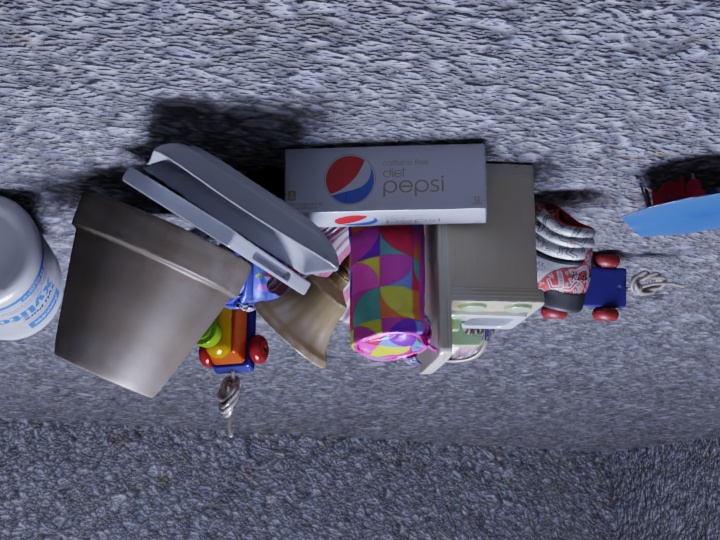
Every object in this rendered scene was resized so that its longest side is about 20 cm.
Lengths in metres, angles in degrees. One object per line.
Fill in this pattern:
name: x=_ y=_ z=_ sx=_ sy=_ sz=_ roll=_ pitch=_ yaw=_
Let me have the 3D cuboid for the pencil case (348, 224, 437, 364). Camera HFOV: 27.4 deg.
pencil case: x=0.031 y=-0.004 z=1.510 sx=0.088 sy=0.201 sz=0.089 roll=-3 pitch=155 yaw=-1

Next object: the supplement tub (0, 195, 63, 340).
supplement tub: x=-0.410 y=-0.001 z=1.661 sx=0.131 sy=0.133 sz=0.200 roll=0 pitch=167 yaw=-2

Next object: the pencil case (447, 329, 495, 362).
pencil case: x=0.145 y=0.047 z=1.848 sx=0.078 sy=0.090 sz=0.200 roll=34 pitch=-157 yaw=6

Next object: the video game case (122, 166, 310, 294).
video game case: x=-0.143 y=-0.038 z=1.505 sx=0.143 sy=0.018 sz=0.200 roll=31 pitch=177 yaw=24

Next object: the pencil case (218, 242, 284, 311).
pencil case: x=-0.085 y=0.014 z=1.740 sx=0.199 sy=0.087 sz=0.078 roll=8 pitch=154 yaw=-39

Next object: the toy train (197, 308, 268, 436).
toy train: x=-0.170 y=0.090 z=1.789 sx=0.084 sy=0.201 sz=0.116 roll=-5 pitch=161 yaw=19

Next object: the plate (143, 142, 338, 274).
plate: x=-0.113 y=-0.062 z=1.414 sx=0.199 sy=0.032 sz=0.200 roll=34 pitch=172 yaw=-9

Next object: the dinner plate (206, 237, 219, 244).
dinner plate: x=-0.121 y=-0.025 z=1.809 sx=0.199 sy=0.024 sz=0.200 roll=-1 pitch=167 yaw=0

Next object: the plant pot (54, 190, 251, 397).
plant pot: x=-0.240 y=0.033 z=1.579 sx=0.199 sy=0.174 sz=0.200 roll=24 pitch=175 yaw=2

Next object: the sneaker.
sneaker: x=0.169 y=-0.031 z=1.659 sx=0.200 sy=0.109 sz=0.067 roll=18 pitch=-168 yaw=30

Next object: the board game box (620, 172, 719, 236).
board game box: x=0.363 y=-0.078 z=1.575 sx=0.157 sy=0.039 sz=0.200 roll=-10 pitch=170 yaw=18

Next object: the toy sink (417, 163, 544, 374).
toy sink: x=0.123 y=0.002 z=1.541 sx=0.111 sy=0.202 sz=0.130 roll=1 pitch=166 yaw=-7

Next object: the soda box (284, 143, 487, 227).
soda box: x=0.025 y=-0.083 z=1.459 sx=0.198 sy=0.069 sz=0.064 roll=-1 pitch=168 yaw=5

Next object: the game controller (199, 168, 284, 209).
game controller: x=-0.100 y=-0.065 z=1.593 sx=0.104 sy=0.042 sz=0.200 roll=-4 pitch=167 yaw=15

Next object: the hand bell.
hand bell: x=-0.013 y=-0.003 z=1.605 sx=0.104 sy=0.200 sz=0.104 roll=41 pitch=-177 yaw=-3

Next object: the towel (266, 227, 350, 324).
towel: x=0.000 y=0.000 z=1.692 sx=0.146 sy=0.030 sz=0.200 roll=-45 pitch=142 yaw=16

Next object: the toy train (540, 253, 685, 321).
toy train: x=0.307 y=0.023 z=1.926 sx=0.198 sy=0.085 sz=0.116 roll=2 pitch=177 yaw=-13
